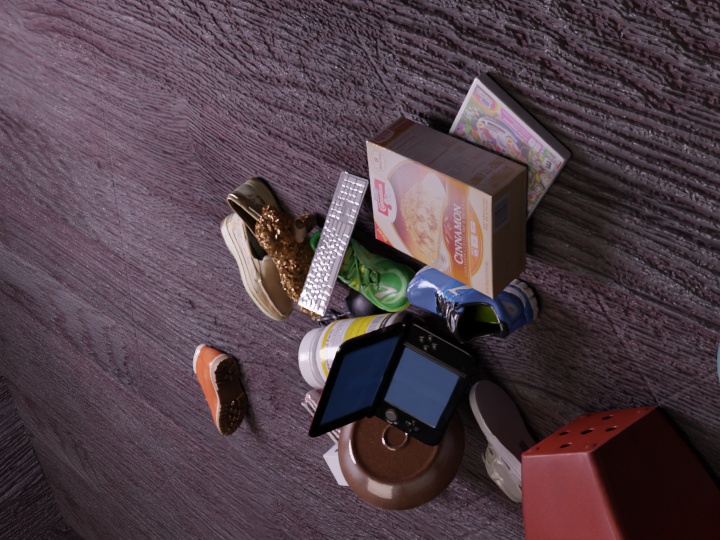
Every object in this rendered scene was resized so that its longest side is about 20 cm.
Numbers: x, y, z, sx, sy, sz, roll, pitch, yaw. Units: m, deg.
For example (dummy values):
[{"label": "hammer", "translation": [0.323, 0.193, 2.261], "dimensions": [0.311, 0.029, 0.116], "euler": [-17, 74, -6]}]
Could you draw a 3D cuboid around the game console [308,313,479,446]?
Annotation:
[{"label": "game console", "translation": [0.044, 0.172, 1.390], "dimensions": [0.170, 0.119, 0.202], "euler": [28, 132, 9]}]

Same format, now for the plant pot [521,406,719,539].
[{"label": "plant pot", "translation": [0.314, 0.280, 1.271], "dimensions": [0.199, 0.198, 0.179], "euler": [-18, 94, 56]}]

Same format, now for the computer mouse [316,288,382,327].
[{"label": "computer mouse", "translation": [-0.026, 0.070, 1.645], "dimensions": [0.059, 0.034, 0.199], "euler": [55, 148, -4]}]

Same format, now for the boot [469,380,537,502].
[{"label": "boot", "translation": [0.201, 0.256, 1.485], "dimensions": [0.202, 0.073, 0.095], "euler": [55, 141, -4]}]

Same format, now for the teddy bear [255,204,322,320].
[{"label": "teddy bear", "translation": [-0.087, -0.016, 1.558], "dimensions": [0.066, 0.146, 0.203], "euler": [-3, 123, 28]}]

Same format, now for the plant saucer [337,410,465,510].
[{"label": "plant saucer", "translation": [0.056, 0.252, 1.517], "dimensions": [0.199, 0.201, 0.037], "euler": [33, 166, 29]}]

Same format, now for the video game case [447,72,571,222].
[{"label": "video game case", "translation": [0.161, -0.123, 1.241], "dimensions": [0.143, 0.018, 0.201], "euler": [45, 147, 14]}]

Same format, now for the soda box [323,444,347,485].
[{"label": "soda box", "translation": [0.020, 0.339, 1.807], "dimensions": [0.199, 0.063, 0.069], "euler": [-12, 110, 55]}]

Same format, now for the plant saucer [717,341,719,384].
[{"label": "plant saucer", "translation": [0.426, 0.123, 0.975], "dimensions": [0.199, 0.027, 0.202], "euler": [34, 143, 30]}]

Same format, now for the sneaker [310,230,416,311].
[{"label": "sneaker", "translation": [0.000, 0.000, 1.488], "dimensions": [0.198, 0.083, 0.075], "euler": [29, 97, 34]}]

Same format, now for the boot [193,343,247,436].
[{"label": "boot", "translation": [-0.296, 0.246, 2.130], "dimensions": [0.106, 0.074, 0.203], "euler": [25, 130, 41]}]

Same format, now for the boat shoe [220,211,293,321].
[{"label": "boat shoe", "translation": [-0.164, -0.010, 1.724], "dimensions": [0.076, 0.071, 0.202], "euler": [-23, 101, 45]}]

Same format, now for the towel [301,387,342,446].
[{"label": "towel", "translation": [0.008, 0.256, 1.654], "dimensions": [0.200, 0.190, 0.032], "euler": [48, 112, 10]}]

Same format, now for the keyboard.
[{"label": "keyboard", "translation": [-0.039, -0.039, 1.466], "dimensions": [0.056, 0.011, 0.204], "euler": [22, 95, 46]}]

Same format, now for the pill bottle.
[{"label": "pill bottle", "translation": [0.005, 0.127, 1.553], "dimensions": [0.198, 0.114, 0.116], "euler": [-10, 113, 43]}]

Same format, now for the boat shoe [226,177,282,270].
[{"label": "boat shoe", "translation": [-0.141, -0.051, 1.655], "dimensions": [0.201, 0.062, 0.073], "euler": [54, 147, -1]}]

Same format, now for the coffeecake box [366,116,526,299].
[{"label": "coffeecake box", "translation": [0.106, -0.081, 1.266], "dimensions": [0.198, 0.073, 0.155], "euler": [28, 141, 36]}]

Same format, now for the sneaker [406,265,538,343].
[{"label": "sneaker", "translation": [0.134, 0.044, 1.356], "dimensions": [0.198, 0.089, 0.080], "euler": [11, 127, 43]}]

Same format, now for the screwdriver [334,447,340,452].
[{"label": "screwdriver", "translation": [0.047, 0.230, 1.567], "dimensions": [0.029, 0.197, 0.028], "euler": [-115, -1, -68]}]
